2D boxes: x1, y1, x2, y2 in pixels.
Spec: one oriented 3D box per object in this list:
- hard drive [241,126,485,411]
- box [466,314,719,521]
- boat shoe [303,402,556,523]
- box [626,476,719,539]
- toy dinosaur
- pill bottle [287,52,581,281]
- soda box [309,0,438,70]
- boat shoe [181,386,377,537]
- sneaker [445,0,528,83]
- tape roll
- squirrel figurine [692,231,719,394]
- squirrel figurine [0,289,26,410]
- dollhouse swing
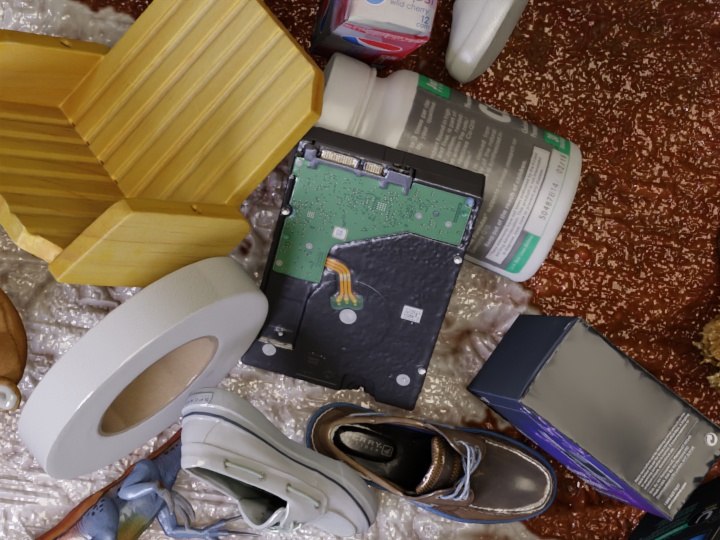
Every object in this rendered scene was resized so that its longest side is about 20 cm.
[{"bbox_3d":[0.000,0.000,1.547,0.138,0.038,0.201,15,125,-1],"label":"hard drive"},{"bbox_3d":[0.168,0.103,1.546,0.141,0.200,0.079,40,85,-5],"label":"box"},{"bbox_3d":[0.056,0.150,1.594,0.198,0.072,0.073,12,88,-8],"label":"boat shoe"},{"bbox_3d":[0.261,0.255,1.544,0.124,0.200,0.149,-32,94,33],"label":"box"},{"bbox_3d":[-0.171,0.164,1.560,0.198,0.105,0.183,18,66,5],"label":"toy dinosaur"},{"bbox_3d":[0.054,-0.079,1.577,0.198,0.113,0.114,23,86,-8],"label":"pill bottle"},{"bbox_3d":[0.011,-0.193,1.528,0.063,0.200,0.071,13,88,-9],"label":"soda box"},{"bbox_3d":[-0.065,0.158,1.542,0.200,0.073,0.067,37,55,-36],"label":"boat shoe"},{"bbox_3d":[0.094,-0.241,1.614,0.088,0.075,0.201,23,80,6],"label":"sneaker"},{"bbox_3d":[-0.152,0.070,1.503,0.202,0.203,0.037,-40,75,-7],"label":"tape roll"},{"bbox_3d":[0.337,0.019,1.577,0.141,0.187,0.201,29,86,-7],"label":"squirrel figurine"},{"bbox_3d":[-0.330,0.082,1.487,0.185,0.141,0.202,3,103,-18],"label":"squirrel figurine"},{"bbox_3d":[-0.159,-0.119,1.474,0.200,0.181,0.176,51,119,30],"label":"dollhouse swing"}]
